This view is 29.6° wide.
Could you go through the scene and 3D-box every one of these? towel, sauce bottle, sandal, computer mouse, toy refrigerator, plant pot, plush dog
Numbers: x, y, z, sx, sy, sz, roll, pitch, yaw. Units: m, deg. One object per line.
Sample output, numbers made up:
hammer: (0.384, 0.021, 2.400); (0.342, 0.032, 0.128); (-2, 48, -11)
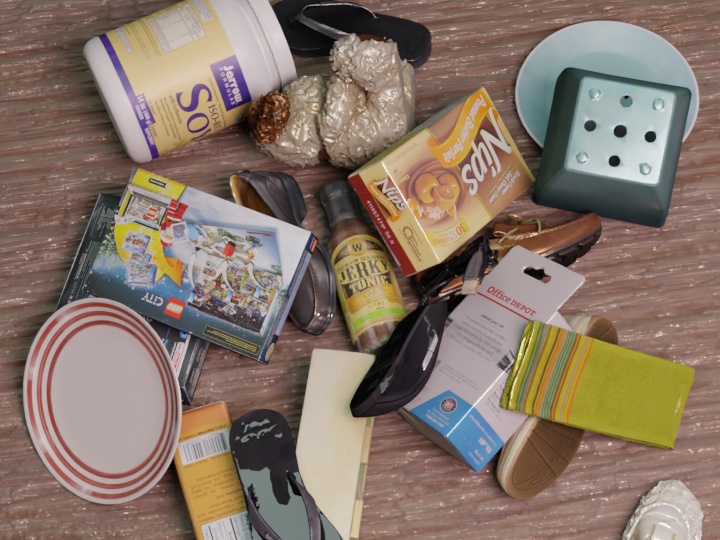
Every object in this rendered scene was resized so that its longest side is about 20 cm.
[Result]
towel: (0.227, 0.110, 1.276); (0.200, 0.018, 0.086); (16, 94, -26)
sauce bottle: (0.000, 0.000, 1.400); (0.065, 0.065, 0.200); (-17, 63, -5)
sandal: (-0.070, 0.214, 1.212); (0.076, 0.043, 0.200); (-24, 64, -8)
computer mouse: (0.070, 0.058, 1.266); (0.046, 0.140, 0.200); (39, 53, -10)
toy refrigerator: (-0.024, 0.183, 1.301); (0.070, 0.076, 0.200); (6, 63, 7)
plant pot: (0.250, -0.128, 1.346); (0.141, 0.200, 0.142); (11, 91, 9)
plush dog: (-0.032, -0.155, 1.439); (0.171, 0.200, 0.161); (-5, 89, 10)
sandal: (-0.016, -0.281, 1.557); (0.200, 0.043, 0.076); (9, 64, 8)

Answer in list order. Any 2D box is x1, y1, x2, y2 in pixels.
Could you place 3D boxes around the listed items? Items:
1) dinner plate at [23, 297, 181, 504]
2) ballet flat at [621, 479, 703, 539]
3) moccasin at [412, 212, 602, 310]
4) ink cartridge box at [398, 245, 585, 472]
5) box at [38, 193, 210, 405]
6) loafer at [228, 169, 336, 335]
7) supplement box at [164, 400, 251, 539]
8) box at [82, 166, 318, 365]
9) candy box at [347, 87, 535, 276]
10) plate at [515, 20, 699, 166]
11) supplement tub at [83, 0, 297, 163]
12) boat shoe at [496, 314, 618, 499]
dinner plate: (-0.248, 0.126, 1.322); (0.200, 0.024, 0.201); (3, 95, 29)
ballet flat: (0.261, 0.274, 1.240); (0.072, 0.072, 0.200); (25, 66, 16)
moccasin: (0.150, -0.022, 1.401); (0.201, 0.074, 0.078); (-20, 71, 4)
ink cartridge box: (0.131, 0.081, 1.306); (0.200, 0.068, 0.116); (-47, 36, -9)
box: (-0.224, 0.026, 1.412); (0.159, 0.046, 0.200); (11, 64, 9)
loafer: (-0.085, -0.019, 1.400); (0.073, 0.072, 0.200); (-46, 52, 29)
supplement box: (-0.129, 0.230, 1.289); (0.069, 0.067, 0.200); (-15, 63, -6)
box: (-0.159, -0.006, 1.356); (0.200, 0.038, 0.137); (21, 84, 14)
candy box: (0.086, -0.092, 1.373); (0.200, 0.055, 0.116); (-39, 103, -45)
plate: (0.270, -0.188, 1.500); (0.200, 0.026, 0.201); (-2, 63, 4)
supplement tub: (-0.184, -0.217, 1.479); (0.200, 0.145, 0.146); (-24, 64, -8)
boat shoe: (0.180, 0.130, 1.325); (0.065, 0.072, 0.200); (8, 62, 49)
